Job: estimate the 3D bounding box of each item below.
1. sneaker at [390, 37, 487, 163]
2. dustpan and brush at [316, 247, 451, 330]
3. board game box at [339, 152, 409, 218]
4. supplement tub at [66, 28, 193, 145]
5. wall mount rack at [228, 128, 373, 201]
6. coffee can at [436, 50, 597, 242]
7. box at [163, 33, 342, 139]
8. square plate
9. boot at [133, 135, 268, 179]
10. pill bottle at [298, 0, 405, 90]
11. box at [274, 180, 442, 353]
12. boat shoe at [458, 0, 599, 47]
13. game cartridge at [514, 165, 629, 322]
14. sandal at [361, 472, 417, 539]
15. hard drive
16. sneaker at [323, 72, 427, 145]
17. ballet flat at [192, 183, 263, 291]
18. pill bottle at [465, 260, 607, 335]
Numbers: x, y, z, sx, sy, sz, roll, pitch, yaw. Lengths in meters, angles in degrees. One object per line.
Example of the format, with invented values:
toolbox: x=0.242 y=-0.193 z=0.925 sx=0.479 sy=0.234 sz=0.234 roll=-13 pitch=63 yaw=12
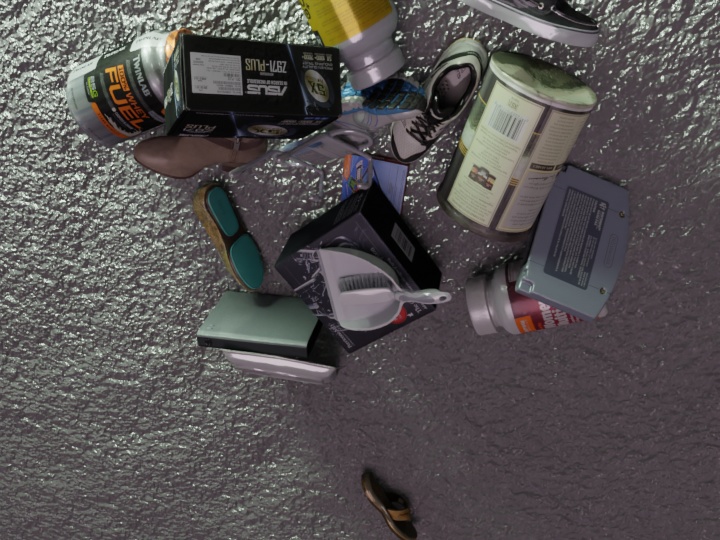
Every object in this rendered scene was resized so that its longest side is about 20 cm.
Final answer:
sneaker: x=0.097 y=-0.223 z=0.881 sx=0.075 sy=0.088 sz=0.201 roll=29 pitch=126 yaw=-8
dustpan and brush: x=0.036 y=0.031 z=0.927 sx=0.195 sy=0.058 sz=0.142 roll=-5 pitch=121 yaw=16
board game box: x=0.015 y=-0.088 z=1.030 sx=0.100 sy=0.020 sz=0.204 roll=11 pitch=124 yaw=5
supplement tub: x=-0.317 y=-0.269 z=0.936 sx=0.196 sy=0.123 sz=0.124 roll=-15 pitch=118 yaw=22
wall mount rack: x=-0.081 y=-0.154 z=0.916 sx=0.171 sy=0.077 sz=0.197 roll=15 pitch=166 yaw=-42
coffee can: x=0.203 y=-0.163 z=0.856 sx=0.143 sy=0.147 sz=0.203 roll=20 pitch=125 yaw=0
box: x=-0.142 y=-0.226 z=0.819 sx=0.196 sy=0.163 sz=0.089 roll=-4 pitch=92 yaw=-25
square plate: x=-0.140 y=0.177 z=1.149 sx=0.195 sy=0.029 sz=0.198 roll=9 pitch=167 yaw=0
boot: x=-0.236 y=-0.195 z=0.950 sx=0.195 sy=0.072 sz=0.146 roll=1 pitch=163 yaw=-17
pill bottle: x=-0.018 y=-0.342 z=0.818 sx=0.110 sy=0.113 sz=0.203 roll=-17 pitch=116 yaw=24
box: x=0.000 y=0.000 z=1.016 sx=0.180 sy=0.105 sz=0.201 roll=-29 pitch=112 yaw=29
boat shoe: x=0.210 y=-0.341 z=0.793 sx=0.197 sy=0.070 sz=0.067 roll=25 pitch=127 yaw=7
game cartridge: x=0.303 y=-0.038 z=0.897 sx=0.131 sy=0.204 sz=0.042 roll=23 pitch=163 yaw=-4
sandal: x=0.071 y=0.505 z=1.374 sx=0.053 sy=0.081 sz=0.202 roll=-33 pitch=107 yaw=7
hard drive: x=-0.166 y=0.092 z=1.118 sx=0.195 sy=0.140 sz=0.034 roll=5 pitch=121 yaw=11
sneaker: x=0.017 y=-0.218 z=0.902 sx=0.197 sy=0.075 sz=0.087 roll=10 pitch=143 yaw=41
ballet flat: x=-0.227 y=-0.056 z=1.093 sx=0.069 sy=0.071 sz=0.203 roll=-11 pitch=119 yaw=21
pill bottle: x=0.269 y=0.036 z=0.989 sx=0.196 sy=0.110 sz=0.111 roll=-15 pitch=118 yaw=22
